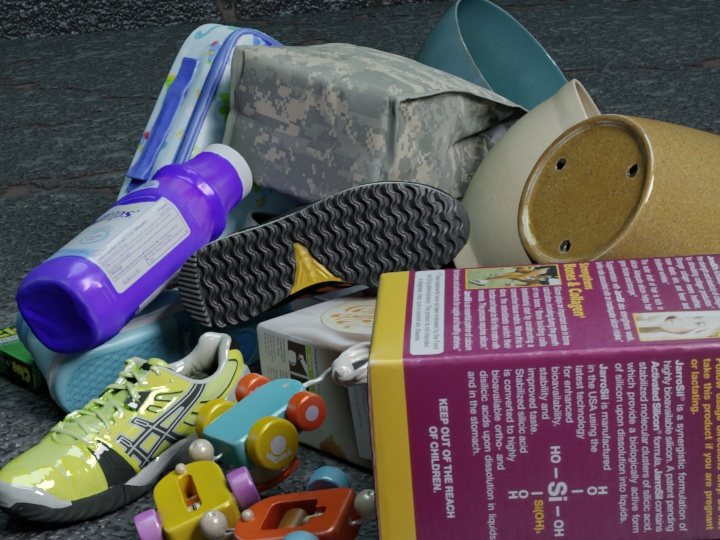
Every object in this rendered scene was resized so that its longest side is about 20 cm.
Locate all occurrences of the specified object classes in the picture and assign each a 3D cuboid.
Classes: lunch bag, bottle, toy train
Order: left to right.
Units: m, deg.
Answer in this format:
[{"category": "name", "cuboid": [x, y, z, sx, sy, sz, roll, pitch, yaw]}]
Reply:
[{"category": "bottle", "cuboid": [-0.149, -0.021, 1.138, 0.083, 0.065, 0.200, -15, 22, 44]}, {"category": "lunch bag", "cuboid": [-0.101, -0.087, 1.317, 0.082, 0.201, 0.160, 14, -11, 47]}, {"category": "toy train", "cuboid": [-0.040, 0.120, 0.915, 0.149, 0.056, 0.200, -13, 24, 18]}, {"category": "lunch bag", "cuboid": [0.017, -0.107, 1.241, 0.163, 0.118, 0.200, 21, 21, 34]}]

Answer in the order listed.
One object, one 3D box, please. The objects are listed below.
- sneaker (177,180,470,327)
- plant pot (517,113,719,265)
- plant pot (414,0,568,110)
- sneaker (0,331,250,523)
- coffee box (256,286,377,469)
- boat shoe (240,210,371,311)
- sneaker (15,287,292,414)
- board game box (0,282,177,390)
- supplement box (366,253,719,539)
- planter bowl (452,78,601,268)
[{"category": "sneaker", "cuboid": [-0.026, -0.017, 1.117, 0.199, 0.070, 0.090, -16, 7, 0]}, {"category": "plant pot", "cuboid": [0.188, -0.003, 0.933, 0.200, 0.187, 0.186, 29, -7, -38]}, {"category": "plant pot", "cuboid": [0.118, -0.157, 1.655, 0.135, 0.200, 0.200, -38, 0, 28]}, {"category": "sneaker", "cuboid": [-0.149, 0.096, 1.023, 0.075, 0.077, 0.200, 12, 24, 39]}, {"category": "coffee box", "cuboid": [0.041, 0.074, 1.038, 0.114, 0.080, 0.200, -18, 20, -36]}, {"category": "boat shoe", "cuboid": [0.000, 0.000, 1.255, 0.200, 0.072, 0.070, 13, 26, 2]}, {"category": "sneaker", "cuboid": [-0.159, 0.026, 1.202, 0.199, 0.080, 0.130, -15, 38, -34]}, {"category": "board game box", "cuboid": [-0.191, 0.047, 1.287, 0.199, 0.024, 0.105, -16, 22, -35]}, {"category": "supplement box", "cuboid": [0.106, 0.062, 0.801, 0.199, 0.104, 0.131, -3, 18, 5]}, {"category": "planter bowl", "cuboid": [0.143, -0.016, 1.171, 0.134, 0.201, 0.200, -29, 12, 14]}]
